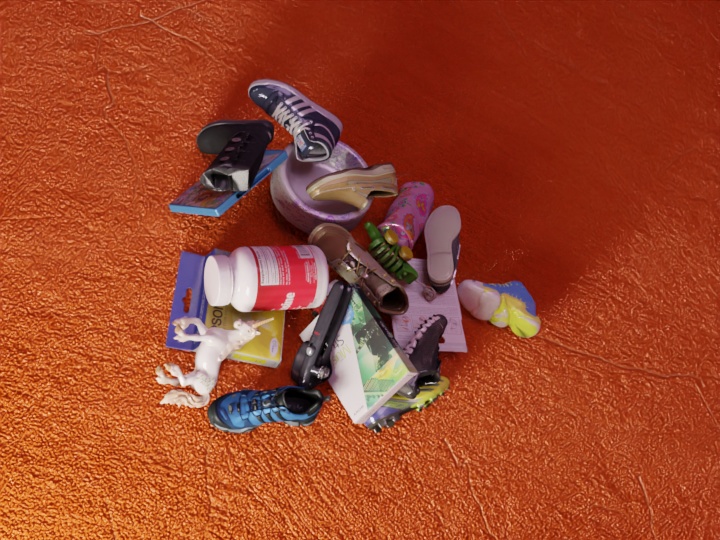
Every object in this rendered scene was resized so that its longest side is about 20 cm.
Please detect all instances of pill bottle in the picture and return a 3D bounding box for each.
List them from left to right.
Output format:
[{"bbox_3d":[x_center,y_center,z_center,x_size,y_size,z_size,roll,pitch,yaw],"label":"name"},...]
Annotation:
[{"bbox_3d":[-0.164,0.014,1.501,0.198,0.112,0.113,-2,61,-27],"label":"pill bottle"}]

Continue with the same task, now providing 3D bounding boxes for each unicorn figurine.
[{"bbox_3d":[-0.252,0.134,1.433,0.136,0.201,0.074,21,9,-26],"label":"unicorn figurine"}]

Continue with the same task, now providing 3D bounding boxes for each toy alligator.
[{"bbox_3d":[0.072,-0.009,1.645,0.200,0.059,0.054,48,31,-6],"label":"toy alligator"}]

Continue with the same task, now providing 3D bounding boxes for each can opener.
[{"bbox_3d":[-0.066,0.113,1.495,0.078,0.202,0.063,25,8,23],"label":"can opener"}]

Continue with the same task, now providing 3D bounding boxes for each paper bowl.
[{"bbox_3d":[-0.080,-0.157,1.703,0.199,0.104,0.202,13,56,-19],"label":"paper bowl"}]

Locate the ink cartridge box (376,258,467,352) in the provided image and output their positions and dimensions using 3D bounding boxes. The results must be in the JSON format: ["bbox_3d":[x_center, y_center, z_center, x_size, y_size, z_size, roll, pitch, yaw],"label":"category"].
[{"bbox_3d":[0.117,0.072,1.695,0.159,0.050,0.202,4,62,-23],"label":"ink cartridge box"}]

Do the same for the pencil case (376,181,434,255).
[{"bbox_3d":[0.090,-0.105,1.742,0.087,0.088,0.200,33,38,-3],"label":"pencil case"}]

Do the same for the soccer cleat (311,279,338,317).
[{"bbox_3d":[-0.001,0.098,1.608,0.200,0.069,0.085,39,56,7],"label":"soccer cleat"}]

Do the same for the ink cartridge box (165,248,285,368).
[{"bbox_3d":[-0.231,0.061,1.536,0.198,0.047,0.199,15,56,-20],"label":"ink cartridge box"}]

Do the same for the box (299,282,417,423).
[{"bbox_3d":[-0.007,0.144,1.511,0.036,0.144,0.201,8,41,-57],"label":"box"}]

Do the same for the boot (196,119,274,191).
[{"bbox_3d":[-0.256,-0.208,1.607,0.163,0.066,0.201,-9,36,17],"label":"boot"}]

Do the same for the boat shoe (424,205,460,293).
[{"bbox_3d":[0.164,-0.043,1.729,0.072,0.062,0.201,1,51,10],"label":"boat shoe"}]

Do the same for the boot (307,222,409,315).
[{"bbox_3d":[0.000,0.000,1.582,0.200,0.072,0.155,39,5,-47],"label":"boot"}]

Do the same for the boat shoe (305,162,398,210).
[{"bbox_3d":[-0.007,-0.151,1.633,0.199,0.072,0.077,-16,85,-30],"label":"boat shoe"}]

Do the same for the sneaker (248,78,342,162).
[{"bbox_3d":[-0.130,-0.281,1.641,0.199,0.070,0.109,26,48,-15],"label":"sneaker"}]

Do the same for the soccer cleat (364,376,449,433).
[{"bbox_3d":[0.080,0.222,1.570,0.199,0.065,0.084,-20,70,-33],"label":"soccer cleat"}]

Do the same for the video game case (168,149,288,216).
[{"bbox_3d":[-0.246,-0.168,1.616,0.200,0.142,0.018,-46,127,-34],"label":"video game case"}]

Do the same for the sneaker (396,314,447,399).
[{"bbox_3d":[0.116,0.161,1.564,0.090,0.067,0.200,37,50,10],"label":"sneaker"}]

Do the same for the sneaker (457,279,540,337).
[{"bbox_3d":[0.282,0.057,1.770,0.199,0.076,0.106,32,41,-18],"label":"sneaker"}]

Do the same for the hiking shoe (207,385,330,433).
[{"bbox_3d":[-0.156,0.221,1.444,0.198,0.087,0.075,-2,61,-26],"label":"hiking shoe"}]
